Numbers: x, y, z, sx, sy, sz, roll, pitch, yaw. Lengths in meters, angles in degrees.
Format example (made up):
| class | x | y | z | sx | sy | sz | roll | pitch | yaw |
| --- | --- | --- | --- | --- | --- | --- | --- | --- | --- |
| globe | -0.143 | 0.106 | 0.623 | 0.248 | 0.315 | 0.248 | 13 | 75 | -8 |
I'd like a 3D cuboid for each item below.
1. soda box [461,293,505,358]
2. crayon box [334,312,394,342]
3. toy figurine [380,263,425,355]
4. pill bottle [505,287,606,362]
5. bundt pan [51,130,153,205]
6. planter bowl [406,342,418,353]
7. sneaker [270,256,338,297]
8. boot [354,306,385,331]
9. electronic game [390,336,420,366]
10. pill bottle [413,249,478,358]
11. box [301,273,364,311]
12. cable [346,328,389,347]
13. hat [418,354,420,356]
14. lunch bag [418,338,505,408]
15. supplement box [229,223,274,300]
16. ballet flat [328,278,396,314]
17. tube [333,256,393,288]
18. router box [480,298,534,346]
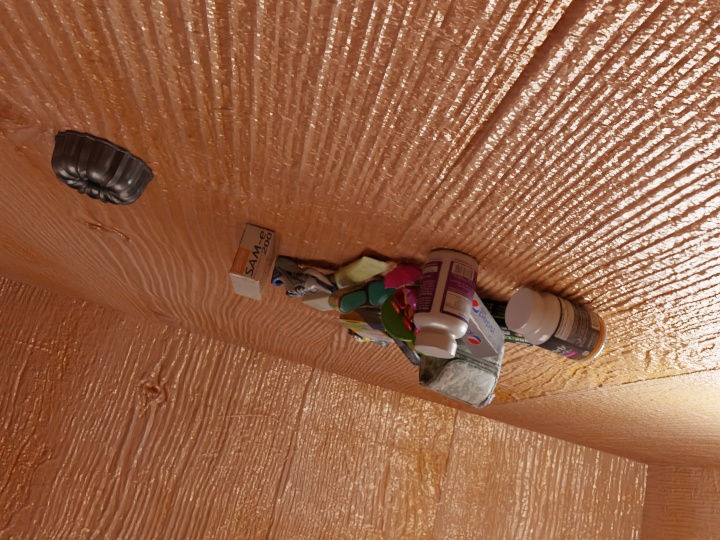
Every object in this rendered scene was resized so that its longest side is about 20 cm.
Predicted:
| class | x | y | z | sx | sy | sz | roll | pitch | yaw |
| --- | --- | --- | --- | --- | --- | --- | --- | --- | --- |
| soda box | 0.251 | 0.111 | 1.416 | 0.068 | 0.064 | 0.200 | -16 | 123 | 40 |
| crayon box | 0.021 | 0.165 | 1.940 | 0.125 | 0.052 | 0.200 | 4 | 160 | 33 |
| toy figurine | 0.116 | 0.072 | 1.400 | 0.149 | 0.201 | 0.185 | -29 | 146 | -6 |
| pill bottle | 0.417 | 0.115 | 1.330 | 0.198 | 0.118 | 0.116 | 21 | 162 | -19 |
| bundt pan | -0.530 | -0.195 | 1.256 | 0.200 | 0.077 | 0.202 | 15 | 164 | 4 |
| planter bowl | 0.181 | 0.170 | 1.662 | 0.198 | 0.084 | 0.201 | 5 | 145 | 3 |
| sneaker | -0.145 | 0.036 | 1.575 | 0.198 | 0.086 | 0.077 | 19 | 167 | 30 |
| boot | 0.011 | 0.118 | 1.695 | 0.199 | 0.098 | 0.074 | -2 | -161 | 43 |
| electronic game | 0.120 | 0.203 | 1.832 | 0.201 | 0.041 | 0.200 | 52 | 178 | 2 |
| pill bottle | 0.170 | 0.070 | 1.259 | 0.111 | 0.202 | 0.112 | 14 | 163 | 4 |
| box | -0.076 | 0.059 | 1.665 | 0.082 | 0.069 | 0.199 | 24 | 160 | -29 |
| cable | 0.021 | 0.245 | 2.190 | 0.096 | 0.051 | 0.200 | 7 | 161 | 36 |
| hat | 0.236 | 0.189 | 1.882 | 0.201 | 0.175 | 0.166 | 57 | 170 | -9 |
| lunch bag | 0.247 | 0.237 | 1.542 | 0.199 | 0.169 | 0.139 | 24 | 168 | -24 |
| supplement box | -0.257 | -0.014 | 1.495 | 0.073 | 0.127 | 0.200 | 17 | 164 | -3 |
| ballet flat | 0.002 | 0.059 | 1.515 | 0.199 | 0.072 | 0.070 | -14 | -174 | -41 |
| tube | 0.000 | 0.000 | 1.460 | 0.052 | 0.058 | 0.200 | 61 | 151 | -2 |
| router box | 0.330 | 0.125 | 1.527 | 0.198 | 0.063 | 0.150 | 8 | 163 | 22 |
